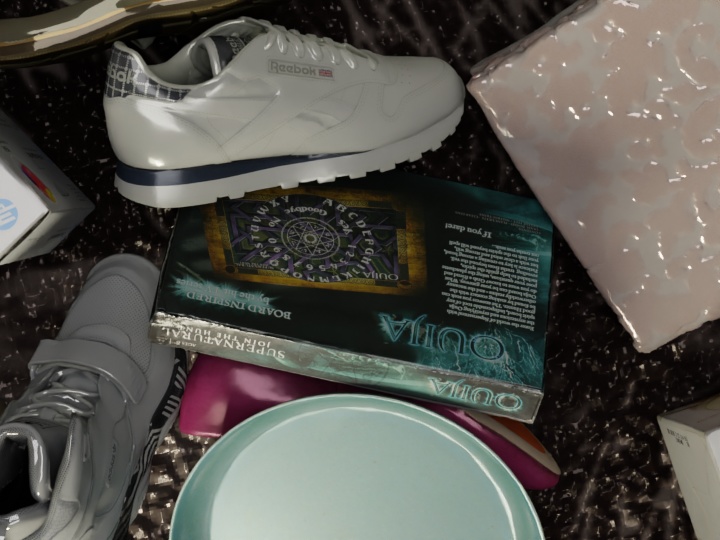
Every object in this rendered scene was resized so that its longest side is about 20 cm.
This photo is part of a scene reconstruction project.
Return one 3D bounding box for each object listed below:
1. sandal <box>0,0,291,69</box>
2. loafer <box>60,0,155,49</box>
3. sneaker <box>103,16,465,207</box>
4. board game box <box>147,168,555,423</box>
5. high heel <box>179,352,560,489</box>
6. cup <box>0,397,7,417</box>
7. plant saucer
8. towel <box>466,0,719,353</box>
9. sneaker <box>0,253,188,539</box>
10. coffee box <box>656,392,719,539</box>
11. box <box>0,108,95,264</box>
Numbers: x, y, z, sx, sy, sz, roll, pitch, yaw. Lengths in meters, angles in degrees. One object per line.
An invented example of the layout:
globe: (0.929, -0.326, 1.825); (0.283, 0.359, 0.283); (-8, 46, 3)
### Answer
sandal: (-0.097, -0.146, 0.860); (0.198, 0.080, 0.054); (-16, 91, -13)
loafer: (-0.189, -0.176, 0.898); (0.198, 0.070, 0.070); (20, 81, -4)
sneaker: (-0.033, -0.090, 0.876); (0.199, 0.076, 0.081); (-15, 112, -27)
board game box: (0.000, 0.000, 0.890); (0.198, 0.028, 0.136); (12, 48, -2)
high heel: (0.004, 0.087, 0.921); (0.199, 0.067, 0.097); (31, 100, 2)
cup: (-0.268, 0.133, 0.862); (0.198, 0.143, 0.202); (0, 90, -3)
plant saucer: (-0.001, 0.149, 0.903); (0.198, 0.027, 0.202); (3, 113, 6)
towel: (0.183, -0.075, 0.886); (0.199, 0.032, 0.192); (-30, 109, 20)
sneaker: (-0.142, 0.068, 0.855); (0.074, 0.115, 0.201); (8, 66, 12)
coffee box: (0.270, 0.083, 0.903); (0.198, 0.114, 0.080); (-19, 91, -2)
box: (-0.222, -0.090, 0.855); (0.041, 0.156, 0.200); (-44, 93, 1)
